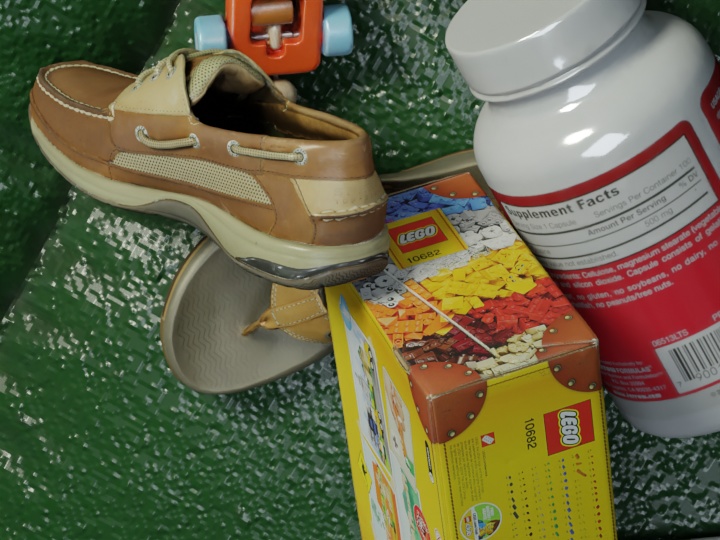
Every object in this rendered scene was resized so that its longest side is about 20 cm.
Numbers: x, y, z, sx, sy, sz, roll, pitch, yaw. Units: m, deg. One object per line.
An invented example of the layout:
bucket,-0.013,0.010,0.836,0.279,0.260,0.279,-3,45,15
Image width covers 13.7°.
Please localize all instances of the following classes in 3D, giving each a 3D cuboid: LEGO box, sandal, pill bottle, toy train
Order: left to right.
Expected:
sandal,0.000,0.000,1.341,0.199,0.054,0.081,-20,108,8
toy train,0.022,-0.149,1.295,0.199,0.056,0.151,-9,134,-5
LEGO box,0.049,0.085,1.289,0.077,0.149,0.201,-16,124,-12
pill bottle,0.119,-0.037,1.282,0.112,0.112,0.201,-27,113,11

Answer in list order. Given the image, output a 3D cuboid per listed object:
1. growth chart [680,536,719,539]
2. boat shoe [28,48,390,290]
growth chart,0.186,0.214,1.379,0.144,0.018,0.201,-11,77,-2
boat shoe,-0.061,-0.059,1.270,0.199,0.075,0.074,25,121,36
